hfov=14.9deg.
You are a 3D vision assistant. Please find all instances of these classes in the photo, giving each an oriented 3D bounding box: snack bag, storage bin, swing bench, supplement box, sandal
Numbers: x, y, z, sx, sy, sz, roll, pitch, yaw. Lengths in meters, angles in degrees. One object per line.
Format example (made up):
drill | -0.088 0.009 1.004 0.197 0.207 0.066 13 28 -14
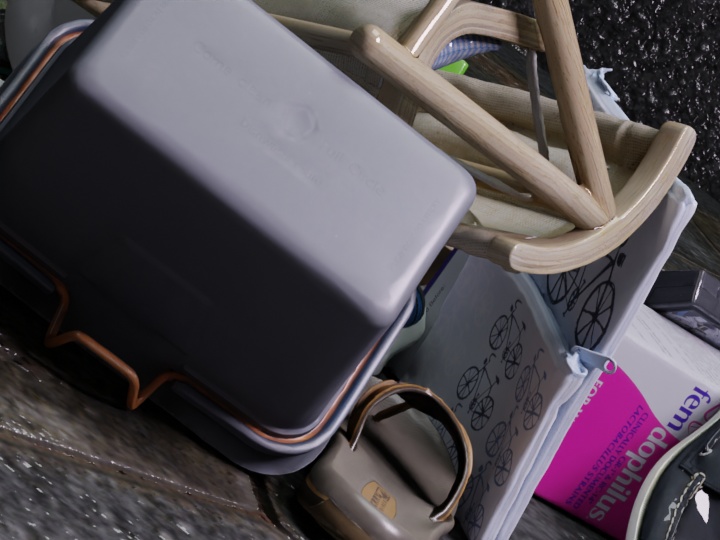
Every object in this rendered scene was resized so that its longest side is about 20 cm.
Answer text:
snack bag | 0.084 0.014 1.309 0.021 0.201 0.189 24 16 -19
storage bin | -0.060 -0.025 1.102 0.200 0.146 0.134 38 -29 -5
swing bench | 0.008 -0.091 1.212 0.198 0.130 0.200 17 -28 43
supplement box | 0.126 0.069 1.467 0.199 0.101 0.103 29 13 -31
sandal | 0.015 0.078 1.206 0.082 0.055 0.200 36 11 0

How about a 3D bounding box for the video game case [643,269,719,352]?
video game case | 0.182 0.053 1.616 0.180 0.026 0.199 33 -22 -34

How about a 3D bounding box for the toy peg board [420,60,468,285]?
toy peg board | -0.004 -0.089 1.595 0.200 0.098 0.199 35 -8 -7

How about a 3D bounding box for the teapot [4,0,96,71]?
teapot | -0.069 -0.109 1.377 0.198 0.146 0.200 52 20 -14

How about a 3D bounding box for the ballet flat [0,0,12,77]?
ballet flat | -0.147 -0.119 1.487 0.074 0.074 0.200 43 11 32

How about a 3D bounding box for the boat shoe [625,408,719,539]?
boat shoe | 0.201 0.107 1.377 0.199 0.066 0.075 -40 101 -44

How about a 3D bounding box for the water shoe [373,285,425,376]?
water shoe | 0.000 0.000 1.381 0.071 0.079 0.200 8 11 2

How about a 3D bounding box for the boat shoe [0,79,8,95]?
boat shoe | -0.195 -0.070 1.182 0.200 0.076 0.060 48 51 11
